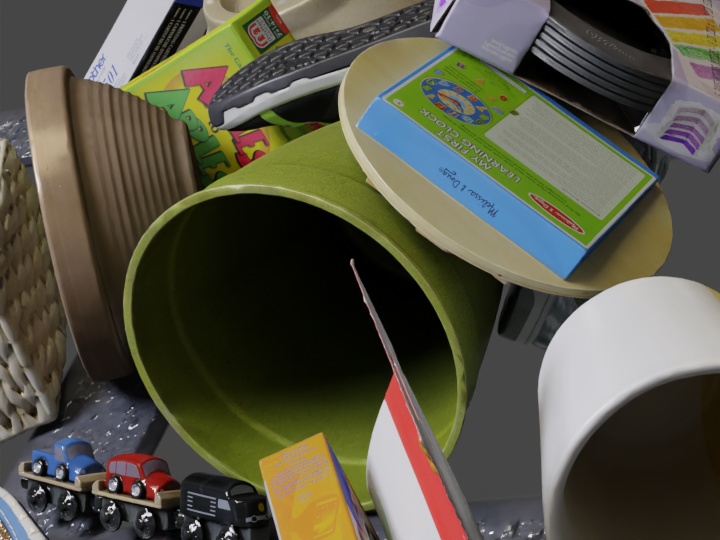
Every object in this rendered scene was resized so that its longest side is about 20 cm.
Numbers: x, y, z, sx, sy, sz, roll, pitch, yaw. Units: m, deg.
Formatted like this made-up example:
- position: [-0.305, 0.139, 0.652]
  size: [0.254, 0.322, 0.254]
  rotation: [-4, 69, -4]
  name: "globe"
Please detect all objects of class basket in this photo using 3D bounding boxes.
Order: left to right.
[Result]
- position: [-0.269, 0.022, 1.394]
  size: [0.123, 0.136, 0.200]
  rotation: [-17, 33, 8]
  name: "basket"

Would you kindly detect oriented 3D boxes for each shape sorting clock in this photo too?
- position: [0.079, -0.057, 1.145]
  size: [0.039, 0.199, 0.200]
  rotation: [-58, 17, 31]
  name: "shape sorting clock"

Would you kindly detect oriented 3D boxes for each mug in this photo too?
- position: [0.165, 0.086, 1.013]
  size: [0.150, 0.186, 0.153]
  rotation: [-55, 18, 17]
  name: "mug"

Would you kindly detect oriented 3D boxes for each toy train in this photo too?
- position: [-0.127, 0.127, 1.213]
  size: [0.200, 0.046, 0.034]
  rotation: [6, 6, 41]
  name: "toy train"

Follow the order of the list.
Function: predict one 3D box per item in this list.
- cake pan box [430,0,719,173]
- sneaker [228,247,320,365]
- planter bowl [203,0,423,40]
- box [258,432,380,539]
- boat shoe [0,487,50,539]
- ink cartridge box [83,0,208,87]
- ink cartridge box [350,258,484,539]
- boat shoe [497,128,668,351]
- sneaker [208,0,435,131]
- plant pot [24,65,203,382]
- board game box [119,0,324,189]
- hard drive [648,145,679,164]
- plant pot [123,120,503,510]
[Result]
- position: [0.135, -0.155, 1.252]
  size: [0.052, 0.184, 0.200]
  rotation: [-60, 10, 31]
  name: "cake pan box"
- position: [-0.053, 0.010, 1.327]
  size: [0.082, 0.075, 0.200]
  rotation: [-27, 23, 33]
  name: "sneaker"
- position: [-0.028, -0.152, 1.462]
  size: [0.200, 0.135, 0.200]
  rotation: [-18, 33, 13]
  name: "planter bowl"
- position: [0.007, 0.178, 0.978]
  size: [0.041, 0.119, 0.200]
  rotation: [-26, 32, 1]
  name: "box"
- position: [-0.188, 0.184, 1.157]
  size: [0.072, 0.072, 0.200]
  rotation: [-37, 33, -13]
  name: "boat shoe"
- position: [-0.116, -0.190, 1.519]
  size: [0.044, 0.094, 0.200]
  rotation: [49, 118, 31]
  name: "ink cartridge box"
- position: [0.028, 0.117, 0.972]
  size: [0.050, 0.200, 0.161]
  rotation: [-26, 31, 2]
  name: "ink cartridge box"
- position: [0.138, -0.027, 1.228]
  size: [0.065, 0.075, 0.202]
  rotation: [26, 47, 2]
  name: "boat shoe"
- position: [0.007, -0.103, 1.283]
  size: [0.199, 0.083, 0.072]
  rotation: [-16, 21, 11]
  name: "sneaker"
- position: [-0.144, -0.035, 1.333]
  size: [0.092, 0.201, 0.201]
  rotation: [-11, 33, -1]
  name: "plant pot"
- position: [-0.110, -0.091, 1.403]
  size: [0.200, 0.102, 0.048]
  rotation: [-25, 13, 42]
  name: "board game box"
- position: [0.221, -0.120, 1.336]
  size: [0.199, 0.026, 0.132]
  rotation: [-13, 34, 20]
  name: "hard drive"
- position: [0.000, 0.000, 1.196]
  size: [0.200, 0.201, 0.193]
  rotation: [-6, 25, 29]
  name: "plant pot"
